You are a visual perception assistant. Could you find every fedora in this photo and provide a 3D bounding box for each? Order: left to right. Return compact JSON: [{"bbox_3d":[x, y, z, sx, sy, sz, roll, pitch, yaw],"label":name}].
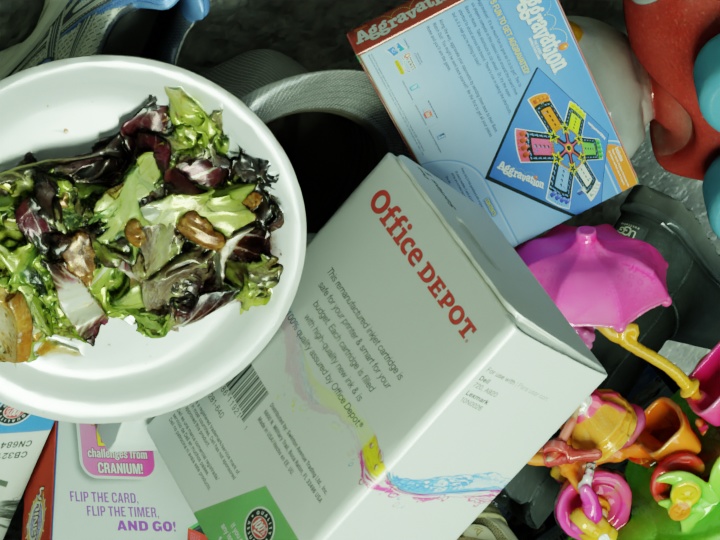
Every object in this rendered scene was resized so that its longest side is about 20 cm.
[{"bbox_3d":[-0.063,-0.047,1.440,0.177,0.090,0.200,17,116,-47],"label":"fedora"}]

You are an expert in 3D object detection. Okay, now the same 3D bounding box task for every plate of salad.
[{"bbox_3d":[-0.124,-0.008,1.316,0.199,0.048,0.201,-3,117,-7],"label":"plate of salad"}]

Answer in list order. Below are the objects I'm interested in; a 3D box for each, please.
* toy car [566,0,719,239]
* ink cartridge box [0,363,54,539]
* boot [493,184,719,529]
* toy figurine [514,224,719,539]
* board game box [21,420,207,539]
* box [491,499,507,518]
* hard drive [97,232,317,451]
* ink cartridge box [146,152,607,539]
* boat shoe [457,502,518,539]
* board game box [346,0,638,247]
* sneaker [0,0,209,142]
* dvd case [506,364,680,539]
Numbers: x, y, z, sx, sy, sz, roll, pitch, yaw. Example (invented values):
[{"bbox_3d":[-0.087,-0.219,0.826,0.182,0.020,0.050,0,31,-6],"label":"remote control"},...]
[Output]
[{"bbox_3d":[0.141,-0.114,1.532,0.199,0.185,0.177,-9,137,3],"label":"toy car"},{"bbox_3d":[-0.254,0.105,1.418,0.146,0.084,0.200,0,124,-41],"label":"ink cartridge box"},{"bbox_3d":[0.153,0.072,1.638,0.200,0.066,0.165,-58,135,-13],"label":"boot"},{"bbox_3d":[0.134,0.061,1.518,0.200,0.150,0.184,-42,116,9],"label":"toy figurine"},{"bbox_3d":[-0.104,0.165,1.438,0.153,0.200,0.040,15,151,-26],"label":"board game box"},{"bbox_3d":[-0.023,0.166,1.659,0.200,0.104,0.148,-11,131,-33],"label":"box"},{"bbox_3d":[-0.029,0.038,1.441,0.200,0.026,0.132,1,127,-33],"label":"hard drive"},{"bbox_3d":[0.006,0.065,1.361,0.200,0.145,0.084,-48,135,14],"label":"ink cartridge box"},{"bbox_3d":[0.016,0.178,1.569,0.200,0.065,0.071,-12,131,-34],"label":"boat shoe"},{"bbox_3d":[0.072,-0.082,1.410,0.103,0.019,0.200,-26,142,4],"label":"board game box"},{"bbox_3d":[-0.141,-0.082,1.345,0.077,0.085,0.200,10,119,-45],"label":"sneaker"},{"bbox_3d":[0.152,0.124,1.713,0.143,0.200,0.018,-38,103,3],"label":"dvd case"}]
